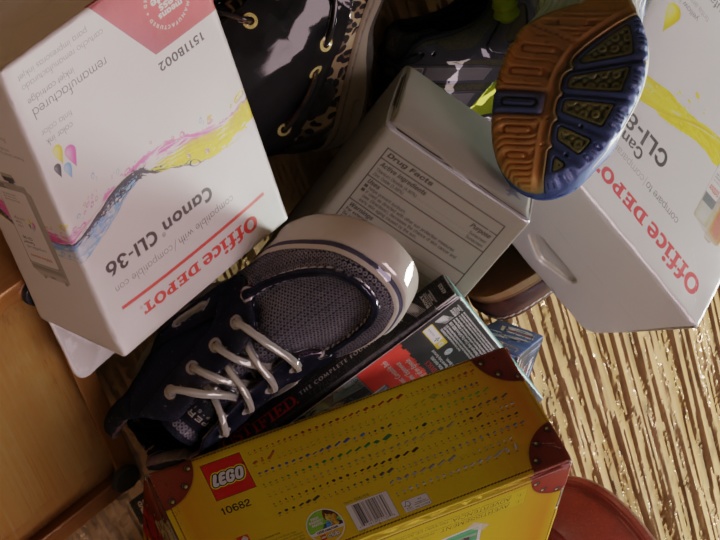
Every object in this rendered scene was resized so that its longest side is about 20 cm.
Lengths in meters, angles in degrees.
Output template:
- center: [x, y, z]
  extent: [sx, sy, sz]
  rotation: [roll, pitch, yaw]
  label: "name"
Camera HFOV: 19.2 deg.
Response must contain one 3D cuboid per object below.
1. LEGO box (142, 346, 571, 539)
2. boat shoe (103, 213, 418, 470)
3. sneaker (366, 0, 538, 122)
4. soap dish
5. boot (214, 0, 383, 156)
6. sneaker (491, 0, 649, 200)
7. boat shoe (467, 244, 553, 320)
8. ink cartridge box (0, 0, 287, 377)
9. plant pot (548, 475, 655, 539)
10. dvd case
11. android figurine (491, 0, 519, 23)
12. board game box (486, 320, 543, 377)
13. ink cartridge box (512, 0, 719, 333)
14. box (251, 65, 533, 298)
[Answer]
- center: [-0.005, 0.137, 1.084]
  extent: [0.200, 0.077, 0.149]
  rotation: [-18, 148, -19]
  label: "LEGO box"
- center: [-0.051, 0.043, 1.027]
  extent: [0.075, 0.200, 0.093]
  rotation: [40, 58, -13]
  label: "boat shoe"
- center: [0.029, -0.095, 1.204]
  extent: [0.200, 0.074, 0.081]
  rotation: [-48, 120, -10]
  label: "sneaker"
- center: [-0.201, 0.073, 1.067]
  extent: [0.157, 0.081, 0.200]
  rotation: [-38, 137, -21]
  label: "soap dish"
- center: [-0.065, -0.134, 1.076]
  extent: [0.150, 0.073, 0.200]
  rotation: [-21, 134, -34]
  label: "boot"
- center: [0.121, -0.112, 1.124]
  extent: [0.088, 0.075, 0.200]
  rotation: [75, 28, -59]
  label: "sneaker"
- center: [0.145, -0.037, 1.341]
  extent: [0.200, 0.070, 0.070]
  rotation: [-44, 134, -14]
  label: "boat shoe"
- center: [-0.107, -0.046, 0.983]
  extent: [0.116, 0.067, 0.200]
  rotation: [-41, 132, -28]
  label: "ink cartridge box"
- center: [0.088, 0.262, 1.404]
  extent: [0.195, 0.201, 0.201]
  rotation: [-18, 127, -26]
  label: "plant pot"
- center: [-0.008, 0.094, 1.126]
  extent: [0.200, 0.022, 0.146]
  rotation: [-37, 147, 4]
  label: "dvd case"
- center: [0.066, -0.230, 1.121]
  extent: [0.182, 0.041, 0.200]
  rotation: [-47, 133, -43]
  label: "android figurine"
- center: [0.067, 0.102, 1.291]
  extent: [0.200, 0.035, 0.136]
  rotation: [-13, 122, -80]
  label: "board game box"
- center: [0.170, -0.082, 1.249]
  extent: [0.145, 0.083, 0.200]
  rotation: [47, 60, -27]
  label: "ink cartridge box"
- center: [0.000, 0.000, 1.138]
  extent: [0.095, 0.078, 0.200]
  rotation: [35, 118, -11]
  label: "box"
